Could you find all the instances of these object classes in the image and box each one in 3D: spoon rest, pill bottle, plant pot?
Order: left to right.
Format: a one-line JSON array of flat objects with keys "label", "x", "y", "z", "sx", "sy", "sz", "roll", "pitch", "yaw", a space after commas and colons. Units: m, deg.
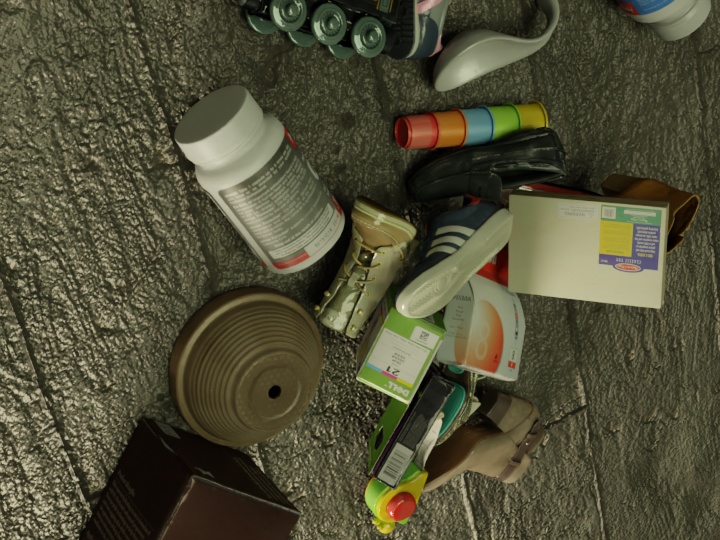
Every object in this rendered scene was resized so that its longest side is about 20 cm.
[{"label": "plant pot", "x": -0.121, "y": 0.129, "z": 1.493, "sx": 0.200, "sy": 0.093, "sz": 0.202, "roll": -12, "pitch": 114, "yaw": -28}, {"label": "pill bottle", "x": -0.113, "y": -0.102, "z": 1.399, "sx": 0.114, "sy": 0.114, "sz": 0.200, "roll": -43, "pitch": 124, "yaw": -10}, {"label": "spoon rest", "x": 0.170, "y": -0.278, "z": 1.526, "sx": 0.199, "sy": 0.061, "sz": 0.099, "roll": -35, "pitch": 167, "yaw": -18}, {"label": "pill bottle", "x": 0.363, "y": -0.386, "z": 1.580, "sx": 0.200, "sy": 0.112, "sz": 0.112, "roll": 41, "pitch": 85, "yaw": -34}]

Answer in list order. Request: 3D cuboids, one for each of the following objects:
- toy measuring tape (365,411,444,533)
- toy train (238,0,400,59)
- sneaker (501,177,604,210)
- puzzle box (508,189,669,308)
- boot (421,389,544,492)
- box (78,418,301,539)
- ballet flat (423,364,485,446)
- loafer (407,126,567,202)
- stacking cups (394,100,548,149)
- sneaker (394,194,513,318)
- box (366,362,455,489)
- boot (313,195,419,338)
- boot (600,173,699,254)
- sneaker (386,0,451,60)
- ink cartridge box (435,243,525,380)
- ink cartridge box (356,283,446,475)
[{"label": "toy measuring tape", "x": 0.052, "y": 0.267, "z": 1.650, "sx": 0.073, "sy": 0.074, "sz": 0.201, "roll": 3, "pitch": 118, "yaw": -31}, {"label": "toy train", "x": -0.042, "y": -0.307, "z": 1.391, "sx": 0.199, "sy": 0.085, "sz": 0.115, "roll": 12, "pitch": 89, "yaw": -32}, {"label": "sneaker", "x": 0.239, "y": -0.064, "z": 1.653, "sx": 0.200, "sy": 0.067, "sz": 0.109, "roll": 8, "pitch": 101, "yaw": -36}, {"label": "puzzle box", "x": 0.284, "y": -0.027, "z": 1.562, "sx": 0.025, "sy": 0.199, "sz": 0.134, "roll": -41, "pitch": 134, "yaw": -60}, {"label": "boot", "x": 0.173, "y": 0.258, "z": 1.736, "sx": 0.200, "sy": 0.070, "sz": 0.146, "roll": -45, "pitch": 132, "yaw": -1}, {"label": "box", "x": -0.209, "y": 0.314, "z": 1.463, "sx": 0.164, "sy": 0.166, "sz": 0.201, "roll": 27, "pitch": 94, "yaw": -34}, {"label": "ballet flat", "x": 0.140, "y": 0.145, "z": 1.675, "sx": 0.075, "sy": 0.068, "sz": 0.201, "roll": 10, "pitch": 99, "yaw": -42}, {"label": "loafer", "x": 0.158, "y": -0.119, "z": 1.547, "sx": 0.199, "sy": 0.071, "sz": 0.068, "roll": -16, "pitch": 157, "yaw": 2}, {"label": "stacking cups", "x": 0.136, "y": -0.178, "z": 1.562, "sx": 0.199, "sy": 0.060, "sz": 0.061, "roll": -7, "pitch": 111, "yaw": -23}, {"label": "sneaker", "x": 0.094, "y": -0.021, "z": 1.486, "sx": 0.200, "sy": 0.084, "sz": 0.075, "roll": -38, "pitch": 151, "yaw": -33}, {"label": "box", "x": 0.059, "y": 0.186, "z": 1.566, "sx": 0.036, "sy": 0.200, "sz": 0.144, "roll": 30, "pitch": 91, "yaw": -3}, {"label": "boot", "x": 0.000, "y": 0.000, "z": 1.479, "sx": 0.155, "sy": 0.072, "sz": 0.200, "roll": -57, "pitch": 166, "yaw": -3}, {"label": "boot", "x": 0.330, "y": -0.039, "z": 1.595, "sx": 0.201, "sy": 0.144, "sz": 0.071, "roll": -50, "pitch": 128, "yaw": -11}, {"label": "sneaker", "x": 0.076, "y": -0.348, "z": 1.461, "sx": 0.082, "sy": 0.070, "sz": 0.201, "roll": -8, "pitch": 116, "yaw": -46}, {"label": "ink cartridge box", "x": 0.170, "y": 0.033, "z": 1.597, "sx": 0.162, "sy": 0.050, "sz": 0.202, "roll": 20, "pitch": 82, "yaw": -57}, {"label": "ink cartridge box", "x": 0.026, "y": 0.132, "z": 1.541, "sx": 0.075, "sy": 0.148, "sz": 0.201, "roll": 26, "pitch": 98, "yaw": -4}]
